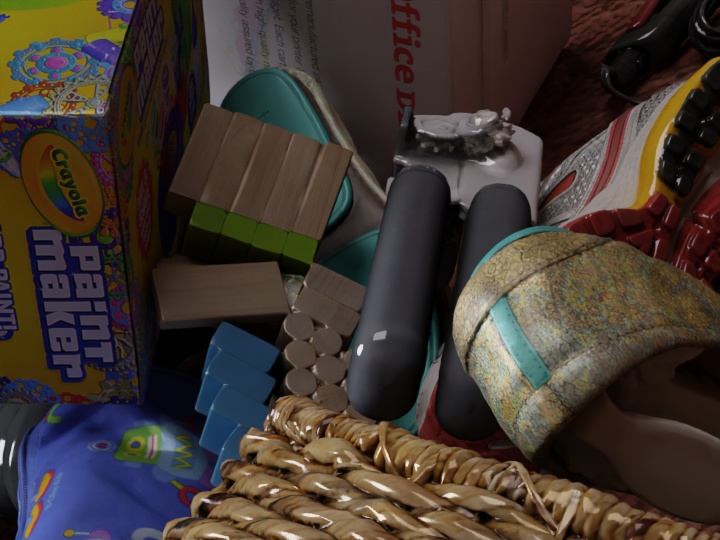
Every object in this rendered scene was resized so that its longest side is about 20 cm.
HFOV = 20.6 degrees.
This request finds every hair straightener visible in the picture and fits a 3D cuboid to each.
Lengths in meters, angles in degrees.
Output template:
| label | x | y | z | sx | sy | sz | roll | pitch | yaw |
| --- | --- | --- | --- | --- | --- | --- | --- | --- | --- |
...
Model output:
| label | x | y | z | sx | sy | sz | roll | pitch | yaw |
| --- | --- | --- | --- | --- | --- | --- | --- | --- | --- |
| hair straightener | 0.170 | -0.138 | 0.892 | 0.077 | 0.041 | 0.200 | 6 | 42 | 43 |

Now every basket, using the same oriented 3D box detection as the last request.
| label | x | y | z | sx | sy | sz | roll | pitch | yaw |
| --- | --- | --- | --- | --- | --- | --- | --- | --- | --- |
| basket | 0.052 | 0.088 | 0.520 | 0.199 | 0.143 | 0.149 | 13 | 48 | 47 |

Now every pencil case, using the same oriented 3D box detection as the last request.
| label | x | y | z | sx | sy | sz | roll | pitch | yaw |
| --- | --- | --- | --- | --- | --- | --- | --- | --- | --- |
| pencil case | -0.083 | 0.112 | 0.647 | 0.078 | 0.086 | 0.200 | -58 | 16 | 27 |

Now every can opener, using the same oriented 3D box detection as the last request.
| label | x | y | z | sx | sy | sz | roll | pitch | yaw |
| --- | --- | --- | --- | --- | --- | --- | --- | --- | --- |
| can opener | 0.030 | -0.002 | 0.642 | 0.052 | 0.067 | 0.200 | 10 | 25 | 1 |

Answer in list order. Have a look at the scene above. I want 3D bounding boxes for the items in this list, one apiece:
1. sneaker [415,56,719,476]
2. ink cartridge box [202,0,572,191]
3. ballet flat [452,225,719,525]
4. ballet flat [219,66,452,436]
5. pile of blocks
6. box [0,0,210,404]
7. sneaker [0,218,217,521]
| label | x | y | z | sx | sy | sz | roll | pitch | yaw |
| --- | --- | --- | --- | --- | --- | --- | --- | --- | --- |
| sneaker | 0.087 | 0.005 | 0.715 | 0.200 | 0.078 | 0.082 | -45 | 14 | -29 |
| ink cartridge box | -0.019 | -0.141 | 0.874 | 0.199 | 0.148 | 0.145 | 17 | 48 | 20 |
| ballet flat | 0.110 | 0.047 | 0.531 | 0.071 | 0.199 | 0.071 | -31 | 48 | 43 |
| ballet flat | 0.000 | 0.000 | 0.773 | 0.067 | 0.062 | 0.201 | -29 | 55 | 11 |
| pile of blocks | -0.034 | 0.038 | 0.689 | 0.082 | 0.062 | 0.201 | -1 | 54 | -17 |
| box | -0.164 | -0.060 | 0.728 | 0.191 | 0.123 | 0.201 | 0 | 36 | 4 |
| sneaker | -0.100 | 0.020 | 0.810 | 0.079 | 0.076 | 0.200 | -4 | 39 | 42 |
